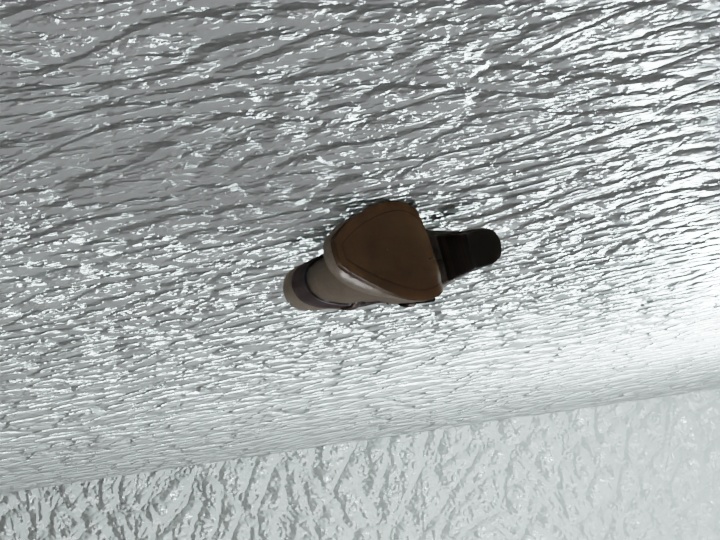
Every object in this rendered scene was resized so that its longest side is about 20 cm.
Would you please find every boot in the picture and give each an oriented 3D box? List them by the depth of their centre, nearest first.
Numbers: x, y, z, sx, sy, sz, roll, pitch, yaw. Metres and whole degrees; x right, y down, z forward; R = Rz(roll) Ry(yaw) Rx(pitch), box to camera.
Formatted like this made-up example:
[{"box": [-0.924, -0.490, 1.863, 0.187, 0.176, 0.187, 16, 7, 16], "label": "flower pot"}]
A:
[{"box": [0.000, 0.000, 1.569, 0.146, 0.070, 0.200, -14, 169, 41], "label": "boot"}]
